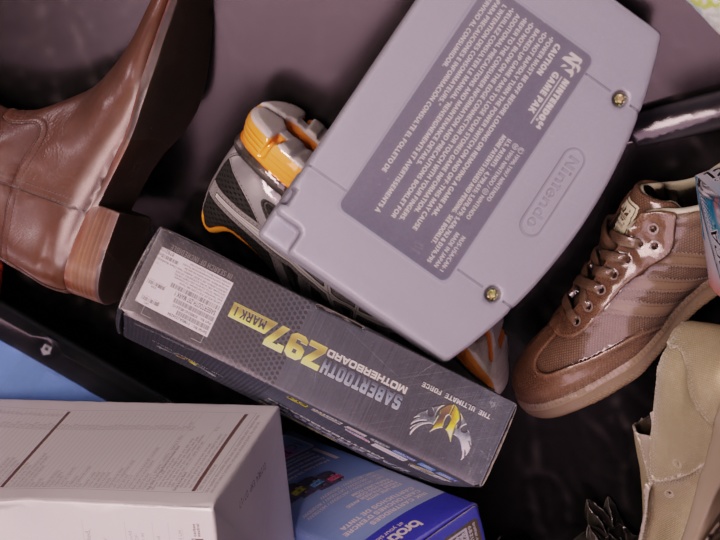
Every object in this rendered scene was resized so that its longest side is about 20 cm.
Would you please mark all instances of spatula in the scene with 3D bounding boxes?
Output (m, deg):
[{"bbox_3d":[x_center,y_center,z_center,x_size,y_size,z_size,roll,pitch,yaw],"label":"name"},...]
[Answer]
[{"bbox_3d":[0.127,-0.070,0.867,0.198,0.021,0.057,-14,90,7],"label":"spatula"}]

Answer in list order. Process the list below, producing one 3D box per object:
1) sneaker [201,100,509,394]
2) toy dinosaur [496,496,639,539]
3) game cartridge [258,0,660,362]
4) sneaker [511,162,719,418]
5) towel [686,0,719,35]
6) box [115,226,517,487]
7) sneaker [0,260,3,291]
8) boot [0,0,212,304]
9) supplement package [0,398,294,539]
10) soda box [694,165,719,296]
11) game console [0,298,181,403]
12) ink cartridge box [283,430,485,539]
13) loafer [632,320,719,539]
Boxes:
[{"bbox_3d":[0.000,0.000,0.889,0.200,0.078,0.077,44,115,-3],"label":"sneaker"},{"bbox_3d":[0.112,0.210,0.967,0.199,0.103,0.136,23,130,-23],"label":"toy dinosaur"},{"bbox_3d":[0.057,-0.063,0.829,0.133,0.042,0.201,35,85,-9],"label":"game cartridge"},{"bbox_3d":[0.148,-0.007,0.867,0.200,0.071,0.076,-39,112,9],"label":"sneaker"},{"bbox_3d":[0.219,-0.188,0.791,0.200,0.048,0.171,43,109,-8],"label":"towel"},{"bbox_3d":[-0.030,0.051,0.866,0.199,0.158,0.051,27,81,-5],"label":"box"},{"bbox_3d":[-0.255,0.058,0.953,0.077,0.073,0.202,20,109,19],"label":"sneaker"},{"bbox_3d":[-0.191,-0.094,0.877,0.199,0.064,0.188,18,84,19],"label":"boot"},{"bbox_3d":[-0.143,0.136,0.828,0.198,0.114,0.110,0,110,15],"label":"supplement package"},{"bbox_3d":[0.265,-0.039,0.803,0.199,0.064,0.069,-20,122,-9],"label":"soda box"},{"bbox_3d":[-0.213,0.105,0.909,0.199,0.031,0.177,32,106,-16],"label":"game console"},{"bbox_3d":[0.007,0.181,0.898,0.199,0.076,0.137,13,123,49],"label":"ink cartridge box"},{"bbox_3d":[0.179,0.101,0.874,0.068,0.075,0.201,43,140,34],"label":"loafer"}]
